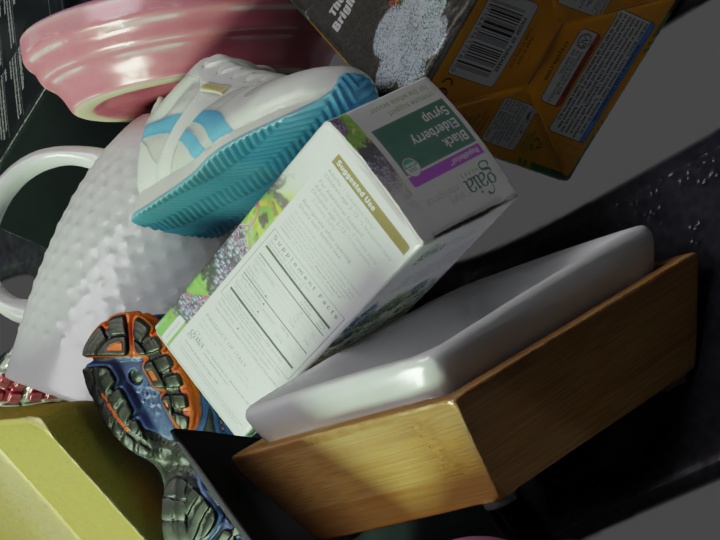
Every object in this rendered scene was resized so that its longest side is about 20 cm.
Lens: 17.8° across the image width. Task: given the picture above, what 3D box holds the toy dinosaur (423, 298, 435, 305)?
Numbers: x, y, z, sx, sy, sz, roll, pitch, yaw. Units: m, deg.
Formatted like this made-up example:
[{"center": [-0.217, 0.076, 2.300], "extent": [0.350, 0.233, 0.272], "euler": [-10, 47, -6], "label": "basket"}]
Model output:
[{"center": [0.000, 0.000, 1.297], "extent": [0.200, 0.058, 0.101], "euler": [-46, 40, -5], "label": "toy dinosaur"}]

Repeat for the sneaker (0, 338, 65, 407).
[{"center": [-0.233, 0.088, 1.543], "extent": [0.200, 0.080, 0.075], "euler": [-54, 39, 24], "label": "sneaker"}]

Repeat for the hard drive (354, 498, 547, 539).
[{"center": [0.023, 0.196, 1.220], "extent": [0.200, 0.033, 0.140], "euler": [-57, 40, 19], "label": "hard drive"}]

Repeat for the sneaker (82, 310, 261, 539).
[{"center": [-0.074, 0.107, 1.260], "extent": [0.075, 0.078, 0.201], "euler": [-24, 90, 30], "label": "sneaker"}]

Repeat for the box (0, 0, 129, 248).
[{"center": [-0.207, -0.128, 1.562], "extent": [0.141, 0.079, 0.200], "euler": [-57, 26, 24], "label": "box"}]

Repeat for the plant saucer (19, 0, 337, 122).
[{"center": [-0.098, -0.126, 1.355], "extent": [0.200, 0.200, 0.051], "euler": [-13, 84, 48], "label": "plant saucer"}]

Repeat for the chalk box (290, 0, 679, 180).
[{"center": [0.054, -0.161, 1.249], "extent": [0.125, 0.124, 0.200], "euler": [-59, 39, 19], "label": "chalk box"}]

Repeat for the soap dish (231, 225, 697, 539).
[{"center": [0.058, 0.056, 1.114], "extent": [0.157, 0.200, 0.082], "euler": [-20, 95, 45], "label": "soap dish"}]

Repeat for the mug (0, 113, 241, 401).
[{"center": [-0.140, -0.004, 1.382], "extent": [0.199, 0.148, 0.176], "euler": [17, 86, 14], "label": "mug"}]

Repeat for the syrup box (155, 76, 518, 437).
[{"center": [-0.015, -0.004, 1.171], "extent": [0.082, 0.079, 0.200], "euler": [52, 135, 10], "label": "syrup box"}]

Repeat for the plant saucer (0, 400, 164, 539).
[{"center": [-0.156, 0.145, 1.344], "extent": [0.048, 0.200, 0.200], "euler": [-50, 22, -28], "label": "plant saucer"}]

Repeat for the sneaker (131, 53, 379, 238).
[{"center": [-0.061, -0.080, 1.230], "extent": [0.200, 0.076, 0.081], "euler": [-21, 62, 50], "label": "sneaker"}]

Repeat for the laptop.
[{"center": [-0.047, 0.190, 1.121], "extent": [0.103, 0.177, 0.201], "euler": [15, 88, 15], "label": "laptop"}]

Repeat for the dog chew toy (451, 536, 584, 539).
[{"center": [0.062, 0.176, 1.043], "extent": [0.124, 0.199, 0.125], "euler": [-22, 59, 44], "label": "dog chew toy"}]
